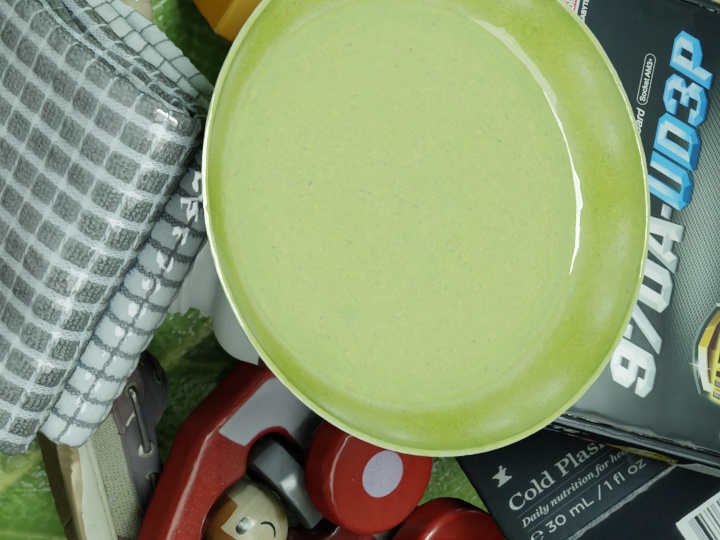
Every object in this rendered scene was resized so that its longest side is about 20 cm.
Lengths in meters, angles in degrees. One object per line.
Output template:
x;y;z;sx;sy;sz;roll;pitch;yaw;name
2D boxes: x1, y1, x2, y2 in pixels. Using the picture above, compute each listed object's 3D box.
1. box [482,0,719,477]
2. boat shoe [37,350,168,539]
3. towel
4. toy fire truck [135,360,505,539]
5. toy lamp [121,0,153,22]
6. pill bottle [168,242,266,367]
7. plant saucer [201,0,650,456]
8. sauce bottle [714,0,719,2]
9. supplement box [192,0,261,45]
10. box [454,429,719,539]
0.127;-0.021;0.731;0.159;0.046;0.201;16;78;-12;box
-0.129;0.061;0.839;0.065;0.072;0.200;-18;120;-25;boat shoe
-0.155;-0.046;0.687;0.086;0.200;0.166;0;124;-56;towel
-0.034;0.150;0.864;0.168;0.112;0.200;-48;125;-17;toy fire truck
-0.106;-0.098;0.740;0.058;0.058;0.201;11;98;-25;toy lamp
0.000;0.000;0.795;0.199;0.113;0.113;16;113;-1;pill bottle
0.024;-0.029;0.647;0.200;0.031;0.201;4;83;-29;plant saucer
0.153;-0.182;0.806;0.066;0.066;0.200;-39;125;3;sauce bottle
0.035;-0.131;0.786;0.200;0.074;0.126;26;106;-30;supplement box
0.152;0.072;0.868;0.200;0.197;0.124;-36;123;2;box
